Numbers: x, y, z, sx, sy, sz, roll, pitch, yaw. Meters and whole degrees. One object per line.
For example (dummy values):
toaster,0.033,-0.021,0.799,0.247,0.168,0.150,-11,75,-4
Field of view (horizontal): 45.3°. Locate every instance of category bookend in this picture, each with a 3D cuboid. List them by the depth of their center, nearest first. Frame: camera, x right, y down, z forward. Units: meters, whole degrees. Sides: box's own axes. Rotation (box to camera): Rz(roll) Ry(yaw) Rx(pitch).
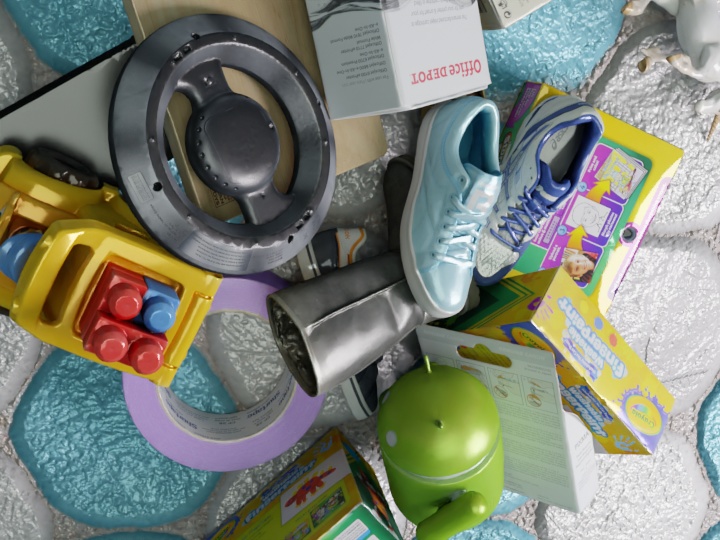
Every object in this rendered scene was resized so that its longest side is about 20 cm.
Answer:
bookend,-0.227,-0.078,0.780,0.199,0.092,0.199,-32,114,-6

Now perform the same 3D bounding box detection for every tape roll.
tape roll,-0.134,0.095,0.862,0.199,0.066,0.202,-3,106,-12

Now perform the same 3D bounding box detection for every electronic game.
electronic game,-0.099,-0.097,0.666,0.199,0.041,0.202,5,82,-40

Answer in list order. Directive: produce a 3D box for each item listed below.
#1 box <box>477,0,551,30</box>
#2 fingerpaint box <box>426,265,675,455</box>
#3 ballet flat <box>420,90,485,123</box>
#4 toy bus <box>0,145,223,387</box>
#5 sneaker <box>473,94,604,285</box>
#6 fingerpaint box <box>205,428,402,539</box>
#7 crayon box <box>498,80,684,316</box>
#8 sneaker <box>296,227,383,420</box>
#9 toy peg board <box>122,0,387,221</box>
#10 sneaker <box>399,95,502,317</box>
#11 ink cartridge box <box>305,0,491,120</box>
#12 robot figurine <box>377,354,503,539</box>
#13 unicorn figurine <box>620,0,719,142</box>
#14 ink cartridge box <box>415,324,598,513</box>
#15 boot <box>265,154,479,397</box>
box,0.191,-0.305,0.812,0.199,0.082,0.069,-30,108,-1
fingerpaint box,0.187,0.097,0.873,0.200,0.167,0.074,45,60,-18
ballet flat,0.090,-0.175,0.835,0.068,0.063,0.201,-18,108,-9
toy bus,-0.208,0.008,0.658,0.199,0.192,0.136,25,99,-24
sneaker,0.154,-0.072,0.807,0.075,0.088,0.201,24,101,-12
fingerpaint box,-0.066,0.278,0.864,0.200,0.167,0.073,-41,107,0
crayon box,0.209,-0.067,0.892,0.172,0.058,0.201,21,100,-13
sneaker,-0.001,0.053,0.871,0.079,0.078,0.201,-17,107,-1
toy peg board,-0.101,-0.166,0.748,0.199,0.098,0.201,-26,110,-32
sneaker,0.086,-0.059,0.764,0.073,0.082,0.202,4,86,-27
ink cartridge box,0.027,-0.239,0.727,0.145,0.083,0.201,-26,108,-48
robot figurine,0.078,0.172,0.825,0.115,0.176,0.201,-13,136,-1
unicorn figurine,0.330,-0.227,0.859,0.137,0.074,0.202,-8,99,-30
ink cartridge box,0.149,0.139,0.874,0.057,0.162,0.201,-35,123,-41
boot,0.000,-0.002,0.798,0.199,0.073,0.183,-21,80,-23
